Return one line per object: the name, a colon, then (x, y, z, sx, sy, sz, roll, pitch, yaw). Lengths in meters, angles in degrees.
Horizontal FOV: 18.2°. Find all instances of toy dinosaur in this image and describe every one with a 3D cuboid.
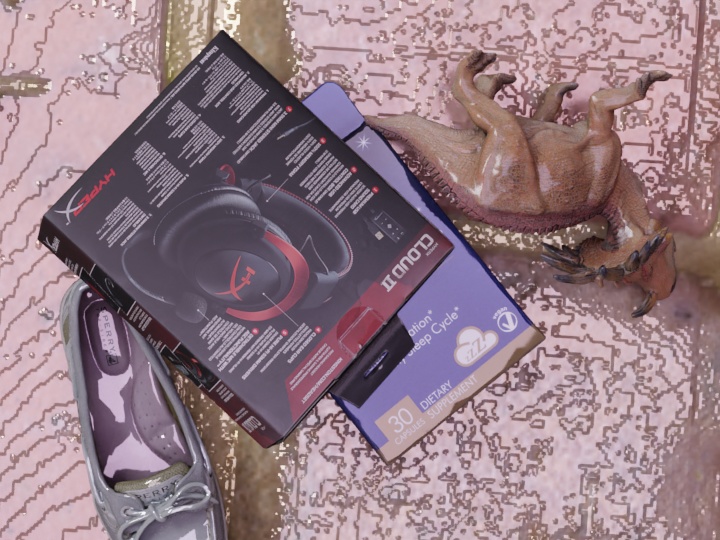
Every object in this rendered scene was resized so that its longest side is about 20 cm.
toy dinosaur: (0.102, -0.048, 1.288, 0.199, 0.086, 0.136, 6, 84, -10)

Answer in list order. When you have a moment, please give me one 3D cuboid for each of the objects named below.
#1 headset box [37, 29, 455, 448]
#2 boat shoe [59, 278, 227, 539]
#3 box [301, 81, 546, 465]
headset box: (-0.057, -0.008, 1.253, 0.200, 0.075, 0.149, 42, 76, -2)
boat shoe: (-0.129, 0.099, 1.304, 0.074, 0.065, 0.203, -15, 92, -1)
box: (0.000, 0.000, 1.323, 0.121, 0.032, 0.200, -39, 92, 0)
